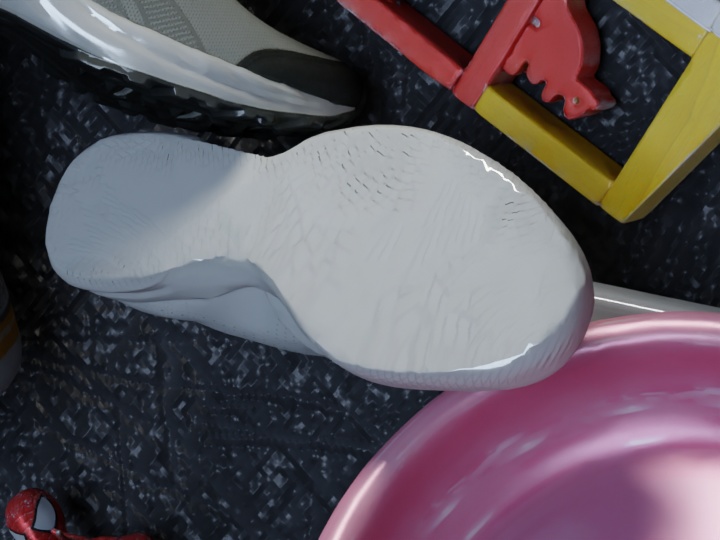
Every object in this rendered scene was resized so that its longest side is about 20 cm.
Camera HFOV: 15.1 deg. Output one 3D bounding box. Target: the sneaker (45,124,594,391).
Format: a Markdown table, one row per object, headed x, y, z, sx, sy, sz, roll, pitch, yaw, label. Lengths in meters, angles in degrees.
| x | y | z | sx | sy | sz | roll | pitch | yaw | label |
| --- | --- | --- | --- | --- | --- | --- | --- | --- | --- |
| 0.000 | 0.000 | 0.841 | 0.200 | 0.088 | 0.075 | 13 | 78 | 39 | sneaker |

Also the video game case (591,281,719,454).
| x | y | z | sx | sy | sz | roll | pitch | yaw | label |
| --- | --- | --- | --- | --- | --- | --- | --- | --- | --- |
| 0.132 | 0.108 | 0.823 | 0.200 | 0.023 | 0.182 | 12 | 102 | 26 | video game case |

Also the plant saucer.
| x | y | z | sx | sy | sz | roll | pitch | yaw | label |
| --- | --- | --- | --- | --- | --- | --- | --- | --- | --- |
| 0.079 | 0.107 | 0.762 | 0.200 | 0.051 | 0.201 | -12 | 53 | 16 | plant saucer |

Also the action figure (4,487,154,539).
| x | y | z | sx | sy | sz | roll | pitch | yaw | label |
| --- | --- | --- | --- | --- | --- | --- | --- | --- | --- |
| -0.069 | 0.155 | 0.897 | 0.065 | 0.099 | 0.200 | -39 | 75 | 12 | action figure |

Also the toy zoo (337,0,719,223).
| x | y | z | sx | sy | sz | roll | pitch | yaw | label |
| --- | --- | --- | --- | --- | --- | --- | --- | --- | --- |
| 0.065 | -0.107 | 0.830 | 0.200 | 0.020 | 0.131 | 40 | 113 | 19 | toy zoo |

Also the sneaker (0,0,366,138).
| x | y | z | sx | sy | sz | roll | pitch | yaw | label |
| --- | --- | --- | --- | --- | --- | --- | --- | --- | --- |
| -0.083 | -0.097 | 0.842 | 0.079 | 0.200 | 0.074 | -68 | 19 | -10 | sneaker |

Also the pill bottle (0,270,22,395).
| x | y | z | sx | sy | sz | roll | pitch | yaw | label |
| --- | --- | --- | --- | --- | --- | --- | --- | --- | --- |
| -0.194 | -0.040 | 0.901 | 0.116 | 0.116 | 0.200 | -6 | 110 | 29 | pill bottle |
